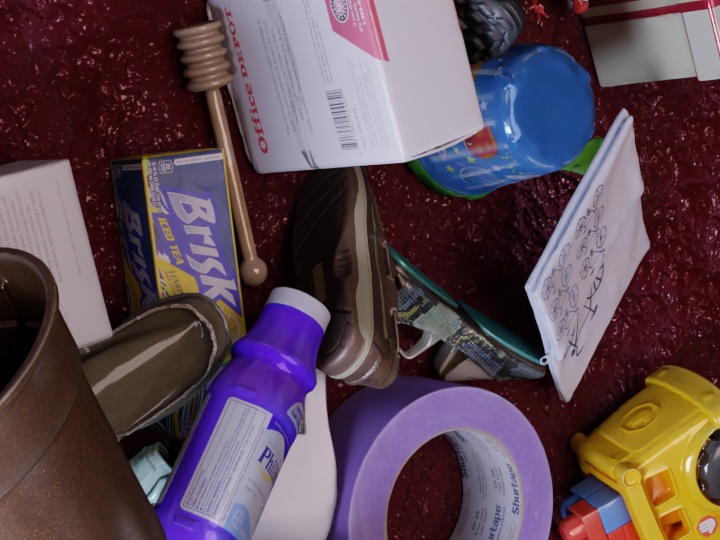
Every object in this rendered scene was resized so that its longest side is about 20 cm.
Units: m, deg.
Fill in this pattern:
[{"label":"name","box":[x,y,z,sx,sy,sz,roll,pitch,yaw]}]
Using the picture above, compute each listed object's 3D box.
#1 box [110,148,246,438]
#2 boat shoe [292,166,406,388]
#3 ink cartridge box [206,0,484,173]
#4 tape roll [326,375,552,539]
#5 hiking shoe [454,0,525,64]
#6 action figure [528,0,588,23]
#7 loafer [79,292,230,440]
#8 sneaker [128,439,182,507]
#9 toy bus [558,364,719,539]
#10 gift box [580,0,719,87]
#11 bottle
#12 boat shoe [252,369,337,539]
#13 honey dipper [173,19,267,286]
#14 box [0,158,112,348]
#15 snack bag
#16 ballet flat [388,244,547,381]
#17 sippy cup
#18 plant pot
[{"label":"box","box":[-0.129,0.014,1.073,0.069,0.064,0.203,-10,97,-31]},{"label":"boat shoe","box":[-0.004,0.003,1.111,0.074,0.074,0.204,29,44,-34]},{"label":"ink cartridge box","box":[-0.016,-0.152,1.056,0.084,0.199,0.148,-23,104,-34]},{"label":"tape roll","box":[0.054,0.189,1.182,0.198,0.085,0.203,-2,94,-31]},{"label":"hiking shoe","box":[0.059,-0.212,1.099,0.087,0.199,0.075,-44,126,-19]},{"label":"action figure","box":[0.139,-0.289,1.209,0.065,0.099,0.201,-29,114,16]},{"label":"loafer","box":[-0.174,0.088,1.000,0.199,0.070,0.076,-36,96,1]},{"label":"sneaker","box":[-0.192,0.160,1.011,0.199,0.074,0.119,12,115,-40]},{"label":"toy bus","box":[0.266,0.217,1.298,0.191,0.136,0.202,-31,111,-13]},{"label":"gift box","box":[0.308,-0.274,1.261,0.199,0.186,0.186,-30,107,-26]},{"label":"bottle","box":[-0.078,0.108,0.995,0.065,0.084,0.202,18,66,13]},{"label":"boat shoe","box":[-0.061,0.128,1.119,0.071,0.066,0.203,-3,88,-14]},{"label":"honey dipper","box":[-0.102,-0.085,1.105,0.038,0.038,0.203,-19,106,-30]},{"label":"box","box":[-0.281,0.011,0.958,0.198,0.097,0.126,-19,102,-30]},{"label":"snack bag","box":[0.197,-0.003,1.229,0.190,0.021,0.201,-59,151,-24]},{"label":"ballet flat","box":[0.068,0.051,1.205,0.199,0.074,0.075,35,75,-26]},{"label":"sippy cup","box":[0.116,-0.127,1.180,0.176,0.130,0.142,-19,102,-30]},{"label":"plant pot","box":[-0.219,0.127,0.853,0.200,0.199,0.200,-43,128,-23]}]
